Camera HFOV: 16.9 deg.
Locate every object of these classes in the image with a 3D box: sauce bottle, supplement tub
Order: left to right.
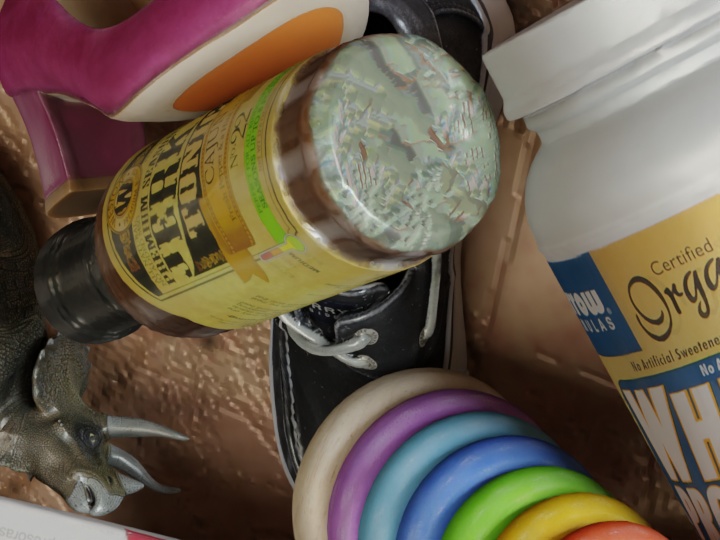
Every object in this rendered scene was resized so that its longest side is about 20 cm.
[{"bbox_3d":[-0.038,-0.014,0.715,0.200,0.065,0.065,-23,97,55],"label":"sauce bottle"},{"bbox_3d":[0.133,0.000,0.652,0.144,0.145,0.201,-27,94,34],"label":"supplement tub"}]

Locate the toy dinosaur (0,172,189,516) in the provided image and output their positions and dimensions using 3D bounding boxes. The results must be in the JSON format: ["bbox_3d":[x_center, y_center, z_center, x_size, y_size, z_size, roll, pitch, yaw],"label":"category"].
[{"bbox_3d":[-0.150,0.006,0.859,0.077,0.102,0.201,-32,79,59],"label":"toy dinosaur"}]

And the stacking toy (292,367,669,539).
[{"bbox_3d":[0.054,0.085,0.685,0.200,0.085,0.086,20,125,65],"label":"stacking toy"}]

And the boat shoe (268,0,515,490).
[{"bbox_3d":[0.000,0.000,0.774,0.071,0.068,0.201,24,119,20],"label":"boat shoe"}]

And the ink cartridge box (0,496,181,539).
[{"bbox_3d":[-0.087,0.189,0.812,0.147,0.086,0.202,11,78,19],"label":"ink cartridge box"}]

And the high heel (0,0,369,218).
[{"bbox_3d":[-0.060,-0.088,0.749,0.200,0.067,0.097,-32,68,62],"label":"high heel"}]
